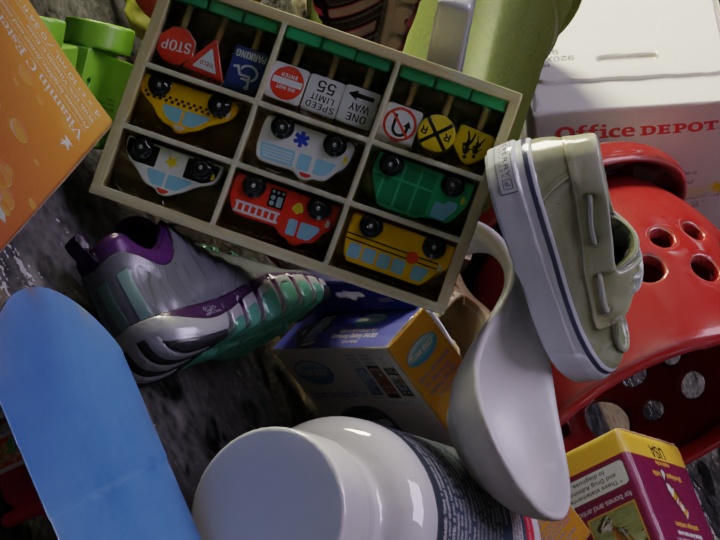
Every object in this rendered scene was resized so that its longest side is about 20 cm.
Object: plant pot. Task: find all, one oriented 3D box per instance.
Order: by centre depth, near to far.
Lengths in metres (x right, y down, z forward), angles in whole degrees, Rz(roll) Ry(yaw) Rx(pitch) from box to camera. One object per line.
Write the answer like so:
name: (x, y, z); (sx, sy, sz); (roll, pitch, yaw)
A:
plant pot: (0.044, -0.134, 1.813); (0.200, 0.200, 0.190); (45, 38, -37)
plant pot: (0.162, 0.028, 1.849); (0.200, 0.200, 0.183); (24, 34, -58)

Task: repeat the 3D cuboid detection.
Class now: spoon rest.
spoon rest: (0.073, 0.047, 1.481); (0.099, 0.061, 0.200); (41, 25, -46)

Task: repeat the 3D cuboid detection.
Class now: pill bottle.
pill bottle: (0.002, 0.139, 1.442); (0.200, 0.120, 0.120); (23, 43, -59)

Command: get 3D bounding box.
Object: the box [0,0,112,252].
box: (-0.209, -0.063, 1.240); (0.124, 0.097, 0.200); (57, 22, -13)

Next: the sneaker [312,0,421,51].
sneaker: (-0.006, -0.169, 1.614); (0.087, 0.200, 0.074); (20, 39, -1)

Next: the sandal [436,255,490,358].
sandal: (0.036, 0.029, 1.759); (0.070, 0.078, 0.212); (17, 31, -17)

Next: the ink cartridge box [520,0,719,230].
ink cartridge box: (0.190, -0.087, 1.997); (0.145, 0.147, 0.200); (-94, -179, -48)

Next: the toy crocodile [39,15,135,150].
toy crocodile: (-0.169, -0.102, 1.438); (0.200, 0.062, 0.068); (0, 103, -68)

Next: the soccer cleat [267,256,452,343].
soccer cleat: (0.000, 0.000, 1.625); (0.085, 0.069, 0.200); (41, -5, 28)

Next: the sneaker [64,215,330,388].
sneaker: (-0.084, 0.002, 1.485); (0.088, 0.074, 0.200); (59, 22, 7)

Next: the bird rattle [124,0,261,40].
bird rattle: (-0.102, -0.145, 1.554); (0.163, 0.113, 0.200); (81, 9, -50)

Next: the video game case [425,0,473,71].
video game case: (0.052, -0.135, 1.591); (0.200, 0.022, 0.182); (101, 2, -46)

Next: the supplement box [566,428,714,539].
supplement box: (0.158, 0.215, 1.691); (0.103, 0.131, 0.200); (20, 47, -60)

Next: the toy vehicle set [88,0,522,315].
toy vehicle set: (-0.028, -0.067, 1.459); (0.200, 0.124, 0.027); (19, 0, 4)

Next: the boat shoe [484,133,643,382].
boat shoe: (0.119, -0.002, 1.468); (0.200, 0.062, 0.072); (60, 22, -55)

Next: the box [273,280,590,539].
box: (0.034, 0.090, 1.586); (0.041, 0.119, 0.200); (-49, 113, -26)

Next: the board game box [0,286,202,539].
board game box: (-0.133, 0.107, 1.295); (0.200, 0.039, 0.158); (67, 16, 0)
